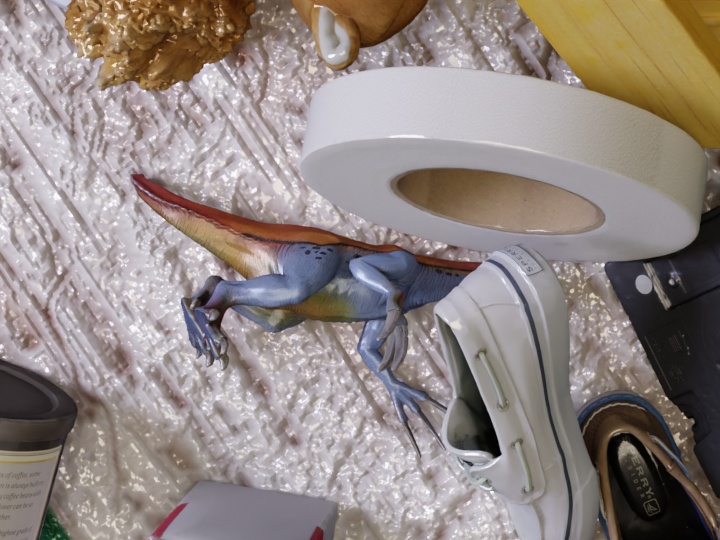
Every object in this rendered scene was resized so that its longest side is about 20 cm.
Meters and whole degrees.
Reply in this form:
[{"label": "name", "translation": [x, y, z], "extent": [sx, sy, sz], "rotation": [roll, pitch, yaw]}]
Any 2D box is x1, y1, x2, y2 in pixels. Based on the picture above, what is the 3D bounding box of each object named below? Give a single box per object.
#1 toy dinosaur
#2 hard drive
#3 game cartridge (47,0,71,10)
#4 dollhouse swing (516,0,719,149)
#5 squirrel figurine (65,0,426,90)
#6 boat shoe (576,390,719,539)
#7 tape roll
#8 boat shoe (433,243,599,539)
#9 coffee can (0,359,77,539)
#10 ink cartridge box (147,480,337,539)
[{"label": "toy dinosaur", "translation": [0.000, 0.000, 1.107], "extent": [0.180, 0.105, 0.202], "rotation": [-21, 81, -14]}, {"label": "hard drive", "translation": [0.227, 0.020, 1.052], "extent": [0.199, 0.038, 0.141], "rotation": [-30, 86, 46]}, {"label": "game cartridge", "translation": [-0.138, -0.204, 1.120], "extent": [0.199, 0.042, 0.134], "rotation": [28, 93, 1]}, {"label": "dollhouse swing", "translation": [0.193, -0.180, 0.982], "extent": [0.175, 0.182, 0.202], "rotation": [-6, 56, 35]}, {"label": "squirrel figurine", "translation": [-0.060, -0.175, 1.042], "extent": [0.199, 0.142, 0.187], "rotation": [-37, 102, 21]}, {"label": "boat shoe", "translation": [0.166, 0.162, 1.113], "extent": [0.072, 0.072, 0.201], "rotation": [-31, 93, 7]}, {"label": "tape roll", "translation": [0.070, -0.048, 1.036], "extent": [0.201, 0.203, 0.037], "rotation": [9, 78, 4]}, {"label": "boat shoe", "translation": [0.070, 0.076, 1.077], "extent": [0.066, 0.074, 0.201], "rotation": [-26, 127, -18]}, {"label": "coffee can", "translation": [-0.243, 0.148, 1.109], "extent": [0.145, 0.146, 0.202], "rotation": [17, 97, 3]}, {"label": "ink cartridge box", "translation": [-0.071, 0.224, 1.102], "extent": [0.085, 0.148, 0.202], "rotation": [10, 96, 4]}]
